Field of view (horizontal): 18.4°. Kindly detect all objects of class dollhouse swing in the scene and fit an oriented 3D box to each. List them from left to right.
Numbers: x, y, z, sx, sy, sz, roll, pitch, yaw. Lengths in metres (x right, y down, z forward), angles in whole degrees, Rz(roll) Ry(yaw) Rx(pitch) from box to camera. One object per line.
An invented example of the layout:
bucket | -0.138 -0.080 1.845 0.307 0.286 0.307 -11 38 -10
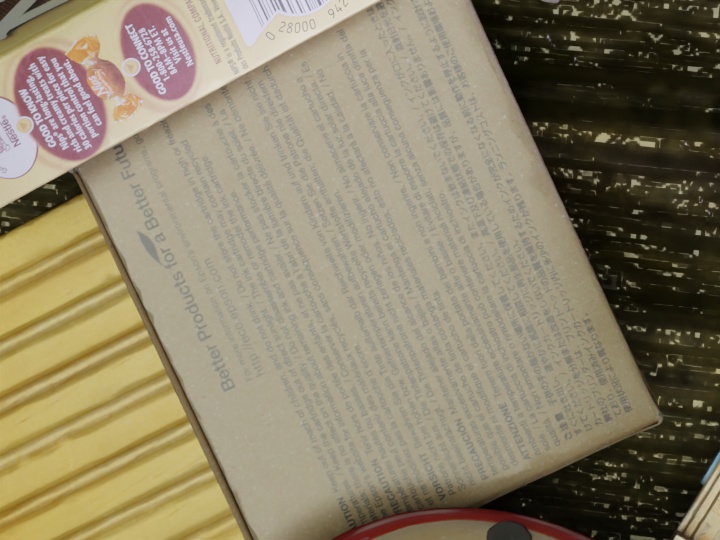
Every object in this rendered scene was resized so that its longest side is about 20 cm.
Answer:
dollhouse swing | -0.148 0.083 0.870 0.176 0.182 0.200 -25 93 23

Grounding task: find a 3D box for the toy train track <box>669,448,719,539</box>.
toy train track | 0.167 0.037 0.814 0.115 0.033 0.200 31 100 5

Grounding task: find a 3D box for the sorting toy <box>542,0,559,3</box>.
sorting toy | 0.172 -0.187 0.816 0.200 0.107 0.180 6 80 9

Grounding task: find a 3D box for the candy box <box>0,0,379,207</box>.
candy box | -0.098 -0.093 0.816 0.200 0.115 0.055 -29 120 -7

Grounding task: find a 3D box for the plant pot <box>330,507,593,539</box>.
plant pot | 0.036 0.203 0.798 0.200 0.201 0.183 12 137 8

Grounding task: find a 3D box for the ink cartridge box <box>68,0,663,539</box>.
ink cartridge box | 0.000 0.000 0.858 0.165 0.075 0.200 -24 93 2
